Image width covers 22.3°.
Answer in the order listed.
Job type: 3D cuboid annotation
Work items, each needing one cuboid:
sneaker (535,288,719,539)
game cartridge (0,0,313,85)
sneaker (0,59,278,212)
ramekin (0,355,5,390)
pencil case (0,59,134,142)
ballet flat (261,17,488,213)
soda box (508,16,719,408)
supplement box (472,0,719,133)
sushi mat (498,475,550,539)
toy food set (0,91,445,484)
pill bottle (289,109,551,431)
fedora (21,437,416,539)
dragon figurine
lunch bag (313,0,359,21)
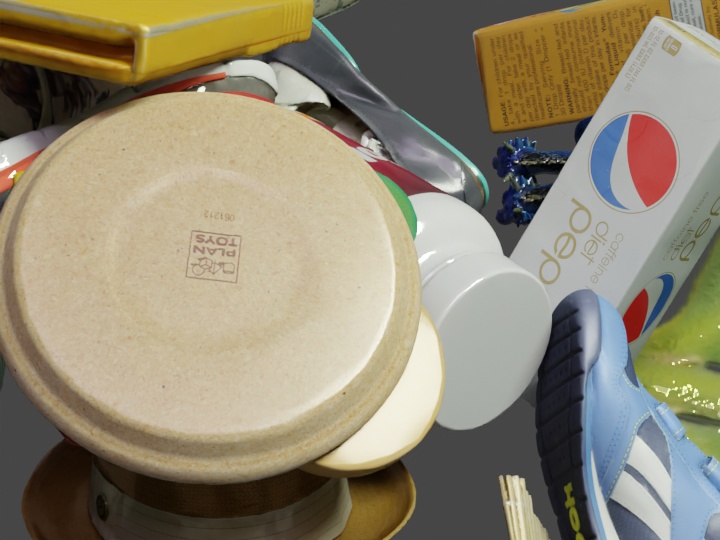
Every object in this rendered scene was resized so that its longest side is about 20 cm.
[{"bbox_3d":[0.137,0.105,0.876,0.082,0.074,0.201,-10,81,-12],"label":"sneaker"},{"bbox_3d":[-0.139,-0.132,0.918,0.175,0.033,0.200,13,15,19],"label":"game cartridge"},{"bbox_3d":[-0.118,-0.041,0.905,0.199,0.077,0.082,-27,91,-27],"label":"sneaker"},{"bbox_3d":[-0.278,0.029,0.945,0.199,0.098,0.201,0,51,0],"label":"ramekin"},{"bbox_3d":[-0.162,-0.110,1.020,0.089,0.078,0.200,36,23,11],"label":"pencil case"},{"bbox_3d":[-0.012,-0.084,1.060,0.073,0.073,0.200,-33,60,-24],"label":"ballet flat"},{"bbox_3d":[0.135,-0.025,0.932,0.068,0.201,0.064,39,19,28],"label":"soda box"},{"bbox_3d":[0.163,-0.125,1.024,0.199,0.069,0.066,-10,7,37],"label":"supplement box"},{"bbox_3d":[0.091,0.198,0.809,0.012,0.096,0.201,-15,52,11],"label":"sushi mat"},{"bbox_3d":[-0.065,0.004,0.811,0.199,0.049,0.199,-7,63,-13],"label":"toy food set"},{"bbox_3d":[0.000,0.000,0.930,0.113,0.113,0.200,-32,42,-24],"label":"pill bottle"},{"bbox_3d":[-0.069,0.079,0.868,0.199,0.082,0.201,-1,20,0],"label":"fedora"},{"bbox_3d":[0.154,-0.057,0.996,0.099,0.200,0.059,-5,88,-33],"label":"dragon figurine"},{"bbox_3d":[-0.039,-0.262,1.140,0.199,0.168,0.139,-26,55,-21],"label":"lunch bag"}]
